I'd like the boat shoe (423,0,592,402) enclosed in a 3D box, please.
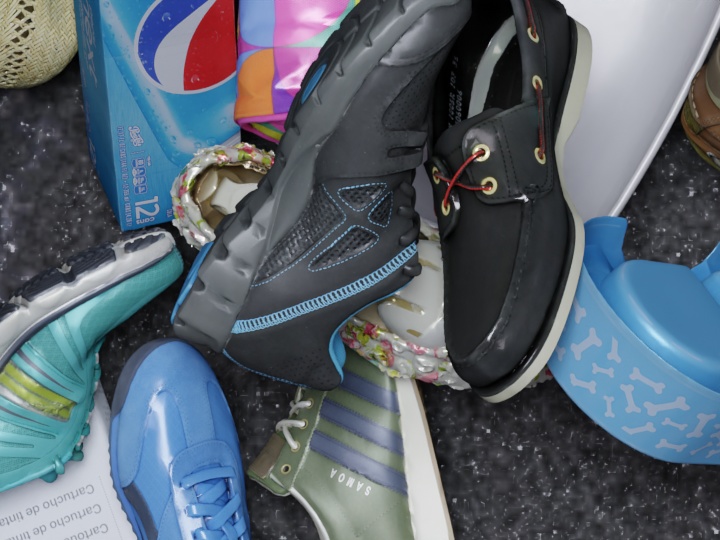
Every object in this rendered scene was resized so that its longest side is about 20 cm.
[{"bbox_3d":[0.055,-0.038,1.033,0.074,0.063,0.202,-27,44,41],"label":"boat shoe"}]

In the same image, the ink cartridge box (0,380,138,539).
[{"bbox_3d":[-0.198,0.140,1.171,0.199,0.041,0.201,-23,81,4],"label":"ink cartridge box"}]

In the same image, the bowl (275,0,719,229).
[{"bbox_3d":[0.061,-0.113,1.151,0.199,0.075,0.200,28,87,9],"label":"bowl"}]

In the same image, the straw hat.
[{"bbox_3d":[-0.175,-0.133,1.162,0.085,0.201,0.202,9,83,-23],"label":"straw hat"}]

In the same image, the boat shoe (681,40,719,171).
[{"bbox_3d":[0.235,-0.036,1.080,0.200,0.068,0.072,37,58,8],"label":"boat shoe"}]

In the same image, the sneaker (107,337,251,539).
[{"bbox_3d":[-0.067,0.131,1.113,0.066,0.078,0.201,-9,98,-36],"label":"sneaker"}]

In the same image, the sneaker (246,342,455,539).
[{"bbox_3d":[-0.012,0.077,1.139,0.089,0.067,0.201,-13,85,1],"label":"sneaker"}]

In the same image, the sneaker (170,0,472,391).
[{"bbox_3d":[0.000,-0.039,1.016,0.082,0.073,0.200,29,116,-7],"label":"sneaker"}]

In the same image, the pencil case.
[{"bbox_3d":[-0.013,-0.156,1.090,0.088,0.088,0.201,3,85,8],"label":"pencil case"}]

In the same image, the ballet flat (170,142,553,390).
[{"bbox_3d":[0.000,0.000,1.086,0.199,0.064,0.076,22,85,11],"label":"ballet flat"}]

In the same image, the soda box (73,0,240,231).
[{"bbox_3d":[-0.095,-0.120,1.108,0.064,0.201,0.068,-13,41,-13],"label":"soda box"}]

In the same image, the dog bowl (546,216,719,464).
[{"bbox_3d":[0.155,0.036,1.069,0.050,0.199,0.112,-52,54,26],"label":"dog bowl"}]

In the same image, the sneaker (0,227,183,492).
[{"bbox_3d":[-0.155,0.057,1.131,0.200,0.078,0.080,-43,99,2],"label":"sneaker"}]

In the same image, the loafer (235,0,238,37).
[{"bbox_3d":[-0.065,-0.180,1.187,0.200,0.073,0.071,-48,50,1],"label":"loafer"}]
